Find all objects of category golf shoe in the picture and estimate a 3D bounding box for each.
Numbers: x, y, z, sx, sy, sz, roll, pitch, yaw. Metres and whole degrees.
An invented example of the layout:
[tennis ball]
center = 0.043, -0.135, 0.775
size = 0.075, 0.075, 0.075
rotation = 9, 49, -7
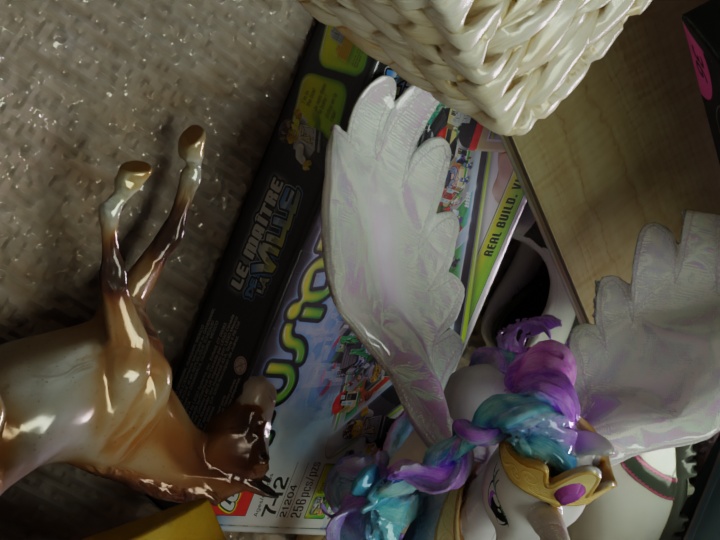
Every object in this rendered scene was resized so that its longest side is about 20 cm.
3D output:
[golf shoe]
center = 0.086, 0.038, 1.187
size = 0.088, 0.077, 0.201
rotation = -11, 121, -19

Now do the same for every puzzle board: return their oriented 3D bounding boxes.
[puzzle board]
center = 0.109, -0.082, 1.079
size = 0.150, 0.017, 0.201
rotation = -38, 125, -18

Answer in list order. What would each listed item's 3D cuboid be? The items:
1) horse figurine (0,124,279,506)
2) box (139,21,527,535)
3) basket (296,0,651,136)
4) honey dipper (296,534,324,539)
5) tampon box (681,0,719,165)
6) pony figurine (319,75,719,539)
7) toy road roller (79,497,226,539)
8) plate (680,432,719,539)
[horse figurine]
center = -0.110, 0.030, 0.978
size = 0.199, 0.050, 0.133
rotation = -14, 121, -38
[box]
center = 0.000, 0.000, 1.085
size = 0.110, 0.035, 0.201
rotation = 6, 111, -47
[basket]
center = 0.025, -0.181, 0.856
size = 0.198, 0.200, 0.161
rotation = -46, 142, -11
[honey dipper]
center = 0.040, 0.133, 1.218
size = 0.200, 0.038, 0.038
rotation = 31, 93, -49
[tampon box]
center = 0.235, -0.048, 1.044
size = 0.199, 0.126, 0.150
rotation = -26, 136, -5
[pony figurine]
center = 0.044, 0.057, 1.016
size = 0.166, 0.194, 0.200
rotation = 17, 141, -11
[toy road roller]
center = -0.064, 0.141, 1.002
size = 0.146, 0.199, 0.124
rotation = -26, 93, -45
[plate]
center = 0.138, 0.130, 1.266
size = 0.200, 0.025, 0.201
rotation = 24, 90, -86
